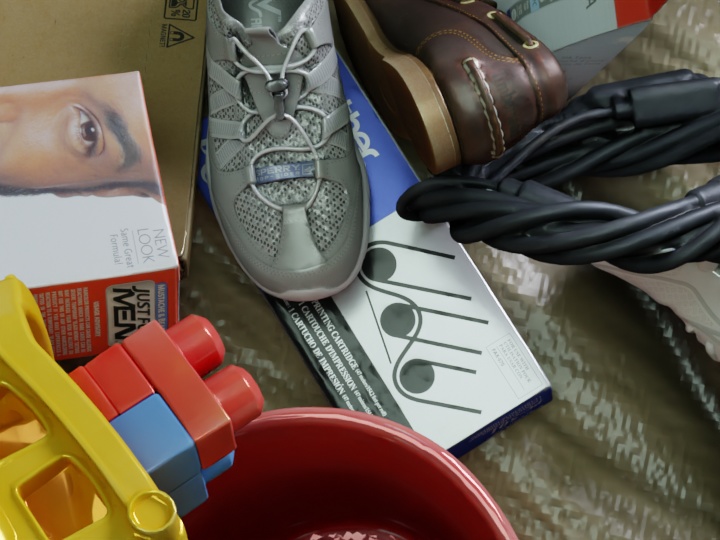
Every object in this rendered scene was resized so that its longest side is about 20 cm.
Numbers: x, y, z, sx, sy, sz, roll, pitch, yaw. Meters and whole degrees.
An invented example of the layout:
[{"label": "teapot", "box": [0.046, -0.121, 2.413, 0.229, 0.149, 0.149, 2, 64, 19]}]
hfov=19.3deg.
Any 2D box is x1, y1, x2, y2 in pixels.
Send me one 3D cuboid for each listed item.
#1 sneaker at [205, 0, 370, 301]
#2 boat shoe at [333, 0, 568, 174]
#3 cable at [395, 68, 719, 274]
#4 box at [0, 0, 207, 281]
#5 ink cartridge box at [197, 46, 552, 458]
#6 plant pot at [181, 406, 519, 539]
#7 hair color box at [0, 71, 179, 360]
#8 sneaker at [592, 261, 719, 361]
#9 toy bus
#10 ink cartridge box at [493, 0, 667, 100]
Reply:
[{"label": "sneaker", "box": [-0.044, -0.084, 0.972, 0.075, 0.082, 0.200, -12, 76, 3]}, {"label": "boat shoe", "box": [0.039, -0.095, 0.968, 0.070, 0.200, 0.070, -24, 116, -5]}, {"label": "cable", "box": [0.116, -0.037, 0.955, 0.200, 0.163, 0.051, -10, 116, -6]}, {"label": "box", "box": [-0.155, -0.088, 1.008, 0.163, 0.021, 0.200, 4, 56, -2]}, {"label": "ink cartridge box", "box": [0.000, 0.000, 1.014, 0.094, 0.044, 0.200, -31, 77, -2]}, {"label": "plant pot", "box": [-0.013, 0.168, 0.915, 0.200, 0.177, 0.201, -2, 79, 8]}, {"label": "hair color box", "box": [-0.184, -0.015, 0.905, 0.200, 0.064, 0.111, -8, 56, -12]}, {"label": "sneaker", "box": [0.190, 0.031, 0.975, 0.200, 0.075, 0.081, 24, 102, 16]}, {"label": "toy bus", "box": [-0.142, 0.071, 0.808, 0.192, 0.136, 0.200, -37, 65, -15]}, {"label": "ink cartridge box", "box": [0.092, -0.177, 0.959, 0.047, 0.200, 0.160, -2, 78, -13]}]
